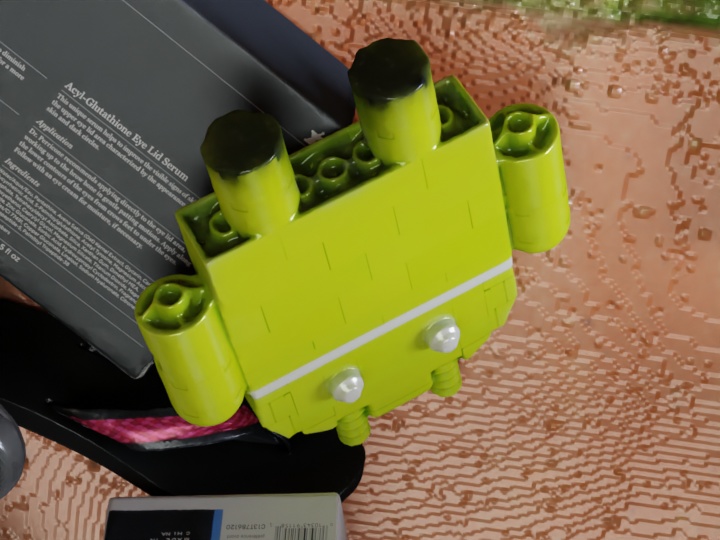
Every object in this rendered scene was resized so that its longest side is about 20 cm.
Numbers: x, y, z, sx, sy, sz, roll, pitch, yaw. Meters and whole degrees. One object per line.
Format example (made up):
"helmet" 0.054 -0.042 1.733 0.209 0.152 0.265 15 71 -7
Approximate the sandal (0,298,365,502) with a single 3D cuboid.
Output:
"sandal" -0.091 0.053 0.868 0.199 0.075 0.045 21 129 -2

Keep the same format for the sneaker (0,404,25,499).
"sneaker" -0.190 0.013 0.830 0.200 0.115 0.075 29 129 21

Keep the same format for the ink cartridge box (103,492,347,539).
"ink cartridge box" -0.048 0.171 0.894 0.099 0.039 0.200 -3 138 5

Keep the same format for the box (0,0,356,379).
"box" -0.120 -0.078 0.815 0.200 0.079 0.141 39 112 -11

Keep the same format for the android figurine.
"android figurine" 0.000 0.000 0.809 0.182 0.041 0.200 -26 142 -11
